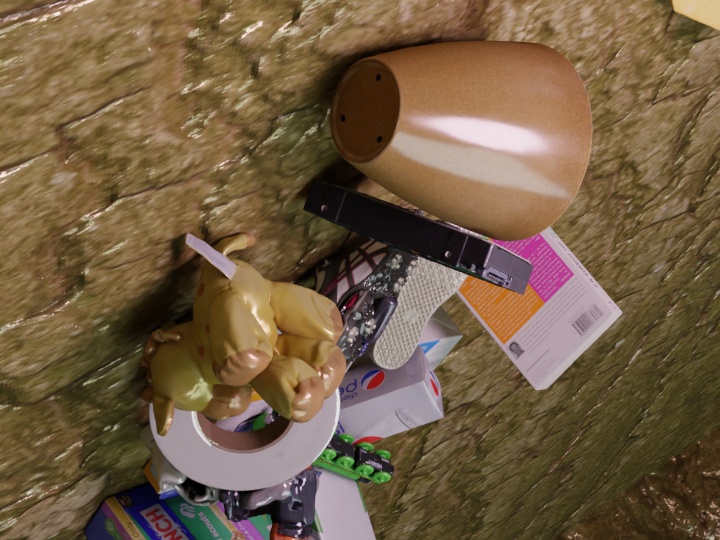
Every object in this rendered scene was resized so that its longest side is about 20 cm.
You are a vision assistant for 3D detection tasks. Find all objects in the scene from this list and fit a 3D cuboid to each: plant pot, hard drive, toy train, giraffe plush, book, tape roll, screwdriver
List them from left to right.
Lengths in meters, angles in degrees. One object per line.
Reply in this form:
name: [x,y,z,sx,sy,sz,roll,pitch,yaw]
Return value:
giraffe plush: [-0.132,0.081,1.496,0.162,0.200,0.173,-44,-177,30]
tape roll: [-0.119,0.135,1.631,0.200,0.037,0.205,-4,119,-7]
toy train: [-0.043,0.209,1.847,0.199,0.042,0.056,28,138,-36]
screwdriver: [-0.014,0.108,1.827,0.201,0.028,0.029,-57,-169,24]
hard drive: [0.059,-0.033,1.543,0.139,0.198,0.038,20,91,-65]
plant pot: [0.076,-0.129,1.426,0.199,0.187,0.187,7,133,-43]
book: [0.193,0.019,1.850,0.134,0.201,0.048,-46,157,22]

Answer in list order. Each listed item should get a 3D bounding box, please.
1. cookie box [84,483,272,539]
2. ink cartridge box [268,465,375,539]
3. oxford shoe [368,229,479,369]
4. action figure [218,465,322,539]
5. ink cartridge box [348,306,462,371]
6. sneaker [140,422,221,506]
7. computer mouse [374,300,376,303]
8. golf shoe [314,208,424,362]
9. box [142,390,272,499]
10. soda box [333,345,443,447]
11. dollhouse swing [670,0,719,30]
cookie box: [-0.197,0.329,1.882,0.199,0.171,0.075,-14,147,-47]
ink cartridge box: [-0.081,0.312,1.971,0.083,0.148,0.199,-20,-176,-39]
oxford shoe: [0.068,0.021,1.844,0.201,0.075,0.058,-59,-162,11]
action figure: [-0.063,0.269,1.752,0.104,0.196,0.199,-6,-176,29]
ink cartridge box: [0.024,0.129,1.981,0.116,0.067,0.200,-8,143,-52]
sneaker: [-0.163,0.226,1.746,0.075,0.082,0.199,-33,144,24]
computer mouse: [-0.051,0.068,1.773,0.200,0.046,0.141,-37,158,-39]
golf shoe: [0.000,0.000,1.685,0.201,0.087,0.078,-53,155,-30]
box: [-0.166,0.187,1.830,0.119,0.042,0.200,-8,145,-53]
soda box: [-0.004,0.164,1.888,0.198,0.064,0.069,-20,127,12]
dollhouse swing: [0.437,-0.357,1.721,0.201,0.175,0.183,-55,-165,36]
